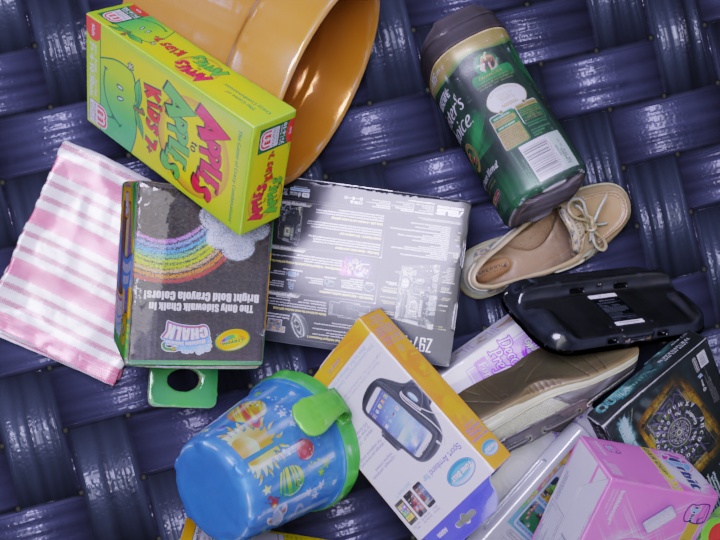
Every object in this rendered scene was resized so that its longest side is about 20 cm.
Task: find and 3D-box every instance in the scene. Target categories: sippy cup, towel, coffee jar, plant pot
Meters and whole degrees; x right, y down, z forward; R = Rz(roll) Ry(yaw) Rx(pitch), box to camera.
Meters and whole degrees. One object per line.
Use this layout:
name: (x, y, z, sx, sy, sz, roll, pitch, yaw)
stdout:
sippy cup: (-0.091, 0.175, 0.787, 0.139, 0.130, 0.179, 21, 115, 30)
towel: (-0.262, -0.007, 0.846, 0.146, 0.030, 0.201, 25, 87, -7)
coffee jar: (0.130, -0.148, 0.832, 0.085, 0.104, 0.201, -26, 75, -3)
plant pot: (-0.108, -0.207, 0.792, 0.182, 0.200, 0.201, 28, 87, 10)

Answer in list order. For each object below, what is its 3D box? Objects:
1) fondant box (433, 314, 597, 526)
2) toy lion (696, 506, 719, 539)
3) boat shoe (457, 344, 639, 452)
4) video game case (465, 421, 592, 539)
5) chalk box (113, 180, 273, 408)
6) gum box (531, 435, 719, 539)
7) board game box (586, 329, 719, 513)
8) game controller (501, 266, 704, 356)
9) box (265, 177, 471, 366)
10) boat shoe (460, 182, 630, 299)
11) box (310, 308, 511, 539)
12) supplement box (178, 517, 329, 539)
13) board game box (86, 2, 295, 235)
fondant box: (0.123, 0.154, 0.875, 0.199, 0.058, 0.145, -34, 94, -6)
toy lion: (0.364, 0.332, 0.833, 0.199, 0.069, 0.193, -30, 86, -9)
boat shoe: (0.173, 0.121, 0.823, 0.200, 0.072, 0.066, -22, 118, -14)
video game case: (0.208, 0.275, 0.869, 0.182, 0.024, 0.200, -47, 116, -5)
chalk box: (-0.157, 0.023, 0.798, 0.124, 0.124, 0.202, 4, 95, -21)
gum box: (0.223, 0.260, 0.798, 0.113, 0.066, 0.201, 13, 110, -17)
board game box: (0.309, 0.174, 0.851, 0.135, 0.028, 0.201, -36, 117, -11)
game controller: (0.238, 0.038, 0.848, 0.199, 0.105, 0.042, -6, 134, -24)
box: (0.000, 0.000, 0.851, 0.198, 0.044, 0.162, 7, 89, 4)
boat shoe: (0.192, -0.027, 0.879, 0.199, 0.063, 0.074, -30, 93, -5)
box: (0.043, 0.147, 0.786, 0.200, 0.041, 0.119, 47, 125, 14)
supplement box: (-0.084, 0.317, 0.827, 0.198, 0.109, 0.110, 11, 89, -6)
board game box: (-0.145, -0.127, 0.711, 0.200, 0.102, 0.048, 36, 43, 25)
